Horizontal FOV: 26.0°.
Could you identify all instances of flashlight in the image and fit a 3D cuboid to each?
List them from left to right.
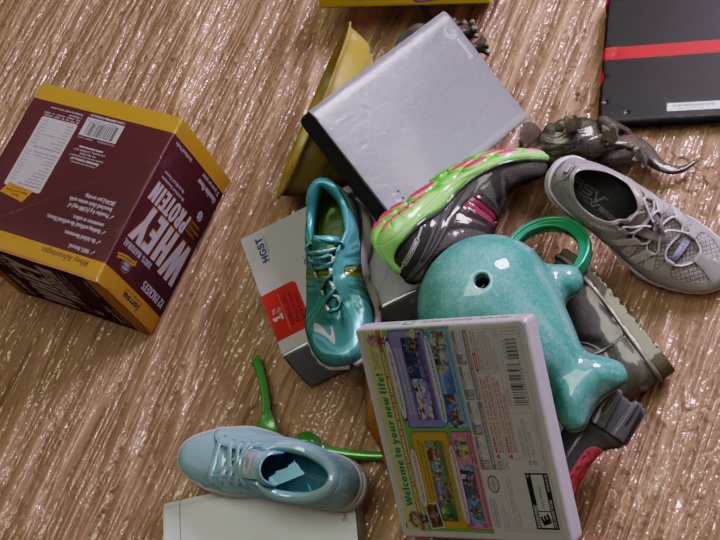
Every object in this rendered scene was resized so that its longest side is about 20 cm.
[{"bbox_3d":[0.184,0.196,1.391,0.068,0.068,0.200,32,86,32],"label":"flashlight"}]

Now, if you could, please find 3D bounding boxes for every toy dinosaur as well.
[{"bbox_3d":[0.078,-0.227,1.661,0.102,0.077,0.200,-19,61,-6],"label":"toy dinosaur"},{"bbox_3d":[0.233,-0.128,1.553,0.200,0.102,0.077,-7,104,2],"label":"toy dinosaur"}]

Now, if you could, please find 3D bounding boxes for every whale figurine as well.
[{"bbox_3d":[0.138,0.050,1.371,0.159,0.104,0.200,-44,65,-9],"label":"whale figurine"}]

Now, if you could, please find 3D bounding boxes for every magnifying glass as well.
[{"bbox_3d":[0.132,0.019,1.462,0.200,0.022,0.080,-35,51,-12],"label":"magnifying glass"}]

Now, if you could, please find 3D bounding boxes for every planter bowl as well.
[{"bbox_3d":[-0.013,-0.152,1.631,0.083,0.200,0.201,22,69,-6],"label":"planter bowl"}]

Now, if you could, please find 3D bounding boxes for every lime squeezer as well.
[{"bbox_3d":[-0.056,0.159,1.545,0.200,0.038,0.071,31,46,32],"label":"lime squeezer"}]

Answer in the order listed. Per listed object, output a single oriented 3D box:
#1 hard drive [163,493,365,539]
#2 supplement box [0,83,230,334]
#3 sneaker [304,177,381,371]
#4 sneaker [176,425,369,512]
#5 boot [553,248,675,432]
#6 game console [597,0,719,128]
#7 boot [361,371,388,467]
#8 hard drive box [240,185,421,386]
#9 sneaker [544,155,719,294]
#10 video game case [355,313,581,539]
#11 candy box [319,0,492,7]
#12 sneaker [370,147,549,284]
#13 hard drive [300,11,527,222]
[{"bbox_3d":[-0.093,0.268,1.498,0.200,0.027,0.132,-13,59,13],"label":"hard drive"},{"bbox_3d":[-0.286,-0.068,1.688,0.197,0.133,0.200,16,70,27],"label":"supplement box"},{"bbox_3d":[-0.029,0.003,1.493,0.077,0.080,0.200,-14,59,13],"label":"sneaker"},{"bbox_3d":[-0.094,0.181,1.476,0.200,0.082,0.074,4,73,23],"label":"sneaker"},{"bbox_3d":[0.171,0.097,1.473,0.200,0.073,0.182,-39,54,6],"label":"boot"},{"bbox_3d":[0.346,-0.226,1.600,0.200,0.031,0.177,-2,67,21],"label":"game console"},{"bbox_3d":[0.089,0.094,1.469,0.201,0.071,0.144,-40,30,8],"label":"boot"},{"bbox_3d":[0.000,0.000,1.577,0.200,0.077,0.156,-27,56,5],"label":"hard drive box"},{"bbox_3d":[0.261,-0.039,1.464,0.200,0.082,0.075,29,92,2],"label":"sneaker"},{"bbox_3d":[0.092,0.138,1.353,0.182,0.022,0.200,-5,103,39],"label":"video game case"},{"bbox_3d":[0.063,-0.323,1.730,0.200,0.026,0.102,2,30,22],"label":"candy box"},{"bbox_3d":[0.100,-0.055,1.492,0.200,0.084,0.077,-33,14,-18],"label":"sneaker"},{"bbox_3d":[0.056,-0.150,1.547,0.200,0.033,0.140,-40,93,-28],"label":"hard drive"}]
